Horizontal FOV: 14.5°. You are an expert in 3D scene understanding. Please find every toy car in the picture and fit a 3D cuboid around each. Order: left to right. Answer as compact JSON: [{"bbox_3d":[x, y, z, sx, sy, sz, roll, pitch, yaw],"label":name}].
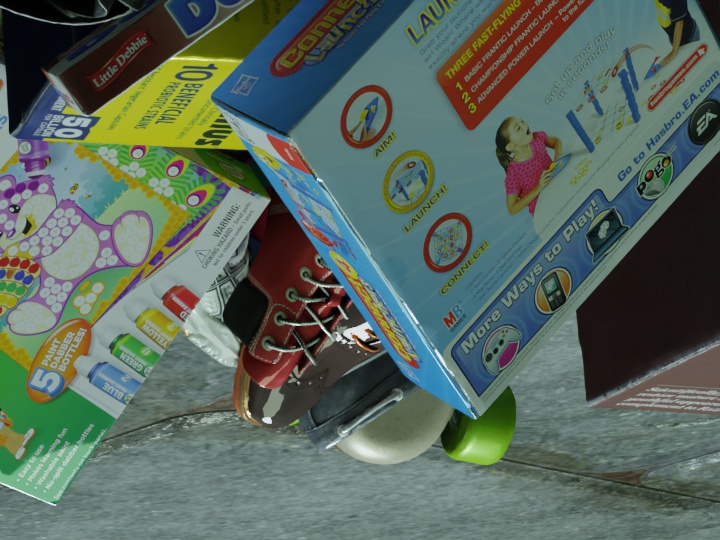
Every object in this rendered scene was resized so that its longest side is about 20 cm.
[{"bbox_3d":[-0.001,0.032,1.809,0.164,0.158,0.200,13,-177,-20],"label":"toy car"}]

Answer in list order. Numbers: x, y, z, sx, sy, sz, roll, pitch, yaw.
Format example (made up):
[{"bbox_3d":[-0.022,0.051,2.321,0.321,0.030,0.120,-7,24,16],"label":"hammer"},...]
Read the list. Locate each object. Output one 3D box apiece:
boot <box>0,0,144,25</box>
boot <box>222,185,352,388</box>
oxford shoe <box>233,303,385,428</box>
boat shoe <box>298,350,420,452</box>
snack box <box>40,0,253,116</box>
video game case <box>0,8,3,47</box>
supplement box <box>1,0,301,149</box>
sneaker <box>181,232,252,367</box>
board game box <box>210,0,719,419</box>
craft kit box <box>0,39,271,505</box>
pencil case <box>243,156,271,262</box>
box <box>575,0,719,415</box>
[{"bbox_3d":[-0.077,-0.154,1.139,0.200,0.138,0.077,3,160,-30],"label":"boot"},{"bbox_3d":[0.000,0.000,1.431,0.072,0.144,0.200,25,175,-27],"label":"boot"},{"bbox_3d":[0.005,0.017,1.530,0.071,0.073,0.200,16,116,-50],"label":"oxford shoe"},{"bbox_3d":[0.051,0.043,1.677,0.200,0.068,0.072,-27,180,-11],"label":"boat shoe"},{"bbox_3d":[-0.042,-0.130,1.166,0.200,0.024,0.072,-36,-167,-5],"label":"snack box"},{"bbox_3d":[-0.214,-0.061,1.358,0.200,0.023,0.182,-7,121,-17],"label":"video game case"},{"bbox_3d":[-0.053,-0.123,1.291,0.200,0.110,0.109,1,161,-22],"label":"supplement box"},{"bbox_3d":[-0.081,-0.011,1.525,0.088,0.076,0.200,-47,156,2],"label":"sneaker"},{"bbox_3d":[0.059,-0.072,1.232,0.056,0.200,0.196,28,159,46],"label":"board game box"},{"bbox_3d":[-0.178,-0.004,1.368,0.197,0.049,0.200,27,106,-30],"label":"craft kit box"},{"bbox_3d":[-0.052,-0.027,1.635,0.088,0.088,0.200,7,158,-34],"label":"pencil case"},{"bbox_3d":[0.216,-0.040,1.482,0.166,0.200,0.164,6,160,-29],"label":"box"}]
